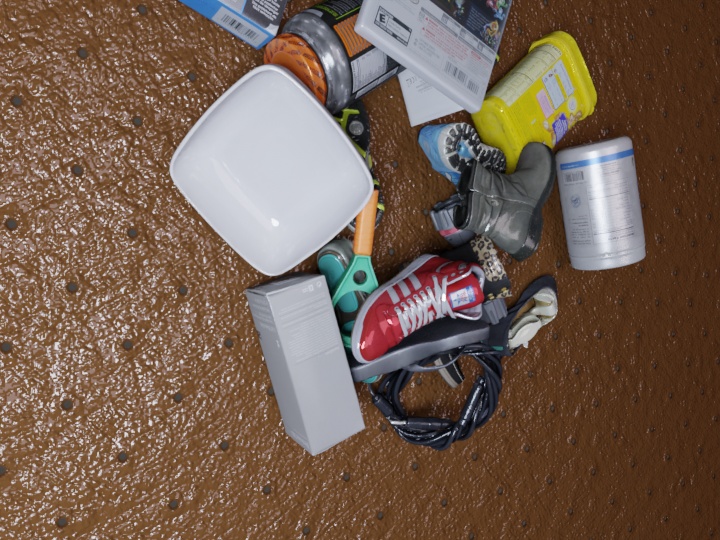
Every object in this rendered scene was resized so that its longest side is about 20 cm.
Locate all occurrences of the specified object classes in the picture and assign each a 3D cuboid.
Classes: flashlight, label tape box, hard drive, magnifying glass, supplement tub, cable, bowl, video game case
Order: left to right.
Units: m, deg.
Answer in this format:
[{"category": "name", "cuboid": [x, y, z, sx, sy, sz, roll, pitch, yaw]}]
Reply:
[{"category": "label tape box", "cuboid": [-0.144, -0.403, 0.716, 0.141, 0.063, 0.207, 21, 81, -30]}, {"category": "bowl", "cuboid": [-0.100, -0.122, 0.703, 0.198, 0.075, 0.200, -35, 111, 22]}, {"category": "supplement tub", "cuboid": [-0.020, -0.280, 0.751, 0.199, 0.121, 0.125, -39, 109, -30]}, {"category": "magnifying glass", "cuboid": [0.000, 0.000, 0.750, 0.077, 0.022, 0.207, 3, 104, -11]}, {"category": "hard drive", "cuboid": [0.086, -0.314, 0.818, 0.026, 0.131, 0.207, -21, 102, -26]}, {"category": "video game case", "cuboid": [0.099, -0.328, 0.737, 0.196, 0.023, 0.188, 24, 80, -28]}, {"category": "cable", "cuboid": [0.117, 0.172, 0.832, 0.196, 0.051, 0.166, -29, 104, 15]}, {"category": "flashlight", "cuboid": [0.172, -0.014, 0.914, 0.067, 0.067, 0.205, -32, 106, -27]}, {"category": "supplement tub", "cuboid": [0.412, -0.116, 1.022, 0.129, 0.131, 0.207, -17, 100, -29]}]

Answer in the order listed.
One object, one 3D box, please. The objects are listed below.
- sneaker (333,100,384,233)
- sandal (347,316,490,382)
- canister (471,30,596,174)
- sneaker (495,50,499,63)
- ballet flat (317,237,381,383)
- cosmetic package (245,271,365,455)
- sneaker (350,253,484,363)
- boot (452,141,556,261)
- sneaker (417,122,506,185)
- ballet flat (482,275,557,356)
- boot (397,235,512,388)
[{"category": "sneaker", "cuboid": [-0.019, -0.143, 0.799, 0.073, 0.077, 0.207, -6, 77, -8]}, {"category": "sandal", "cuboid": [0.073, 0.106, 0.764, 0.194, 0.076, 0.044, -19, 102, 11]}, {"category": "canister", "cuboid": [0.282, -0.267, 0.966, 0.200, 0.086, 0.151, -43, 113, -21]}, {"category": "sneaker", "cuboid": [0.163, -0.374, 0.897, 0.073, 0.076, 0.206, 19, 64, -21]}, {"category": "ballet flat", "cuboid": [-0.002, 0.053, 0.816, 0.064, 0.066, 0.206, -41, 117, -55]}, {"category": "cosmetic package", "cuboid": [-0.071, 0.111, 0.748, 0.088, 0.106, 0.207, -17, 98, -25]}, {"category": "sneaker", "cuboid": [0.079, 0.047, 0.730, 0.200, 0.110, 0.073, -43, 125, -35]}, {"category": "boot", "cuboid": [0.202, -0.125, 0.833, 0.128, 0.067, 0.205, 27, 62, -18]}, {"category": "sneaker", "cuboid": [0.153, -0.167, 0.893, 0.199, 0.089, 0.080, 33, 86, -49]}, {"category": "ballet flat", "cuboid": [0.284, 0.077, 0.984, 0.198, 0.072, 0.075, -35, 108, -26]}, {"category": "boot", "cuboid": [0.152, 0.057, 0.868, 0.147, 0.073, 0.205, -24, 98, 6]}]
